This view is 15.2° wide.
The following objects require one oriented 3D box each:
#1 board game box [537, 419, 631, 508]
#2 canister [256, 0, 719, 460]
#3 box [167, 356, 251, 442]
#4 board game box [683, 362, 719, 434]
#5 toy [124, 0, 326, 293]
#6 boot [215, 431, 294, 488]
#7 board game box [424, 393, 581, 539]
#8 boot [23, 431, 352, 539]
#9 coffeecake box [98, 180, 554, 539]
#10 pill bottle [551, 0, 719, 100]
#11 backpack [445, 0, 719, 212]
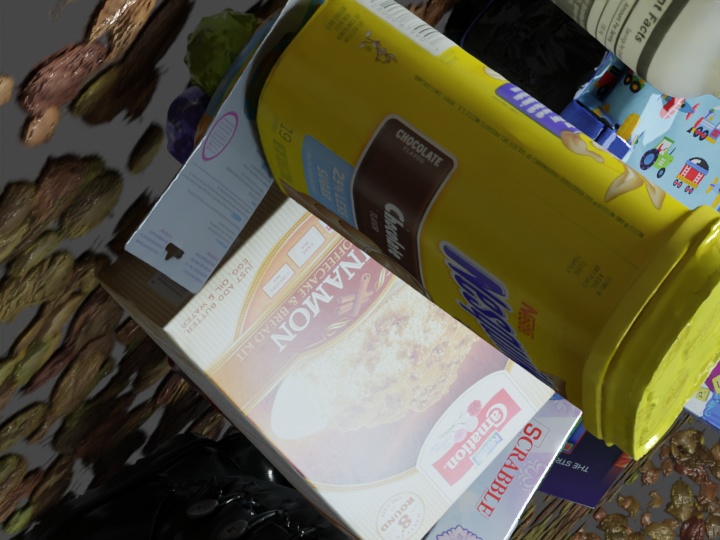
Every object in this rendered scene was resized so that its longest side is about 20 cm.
[{"bbox_3d":[0.099,0.059,1.736,0.057,0.199,0.166,-86,-160,-47],"label":"board game box"},{"bbox_3d":[0.059,-0.022,1.121,0.087,0.200,0.149,-51,165,-10],"label":"canister"},{"bbox_3d":[0.000,0.000,1.434,0.200,0.100,0.096,-43,167,-22],"label":"box"},{"bbox_3d":[0.203,-0.028,1.645,0.201,0.199,0.041,-60,-157,-1],"label":"board game box"},{"bbox_3d":[-0.042,-0.092,1.140,0.200,0.047,0.115,-54,164,-1],"label":"toy"},{"bbox_3d":[-0.132,0.185,1.596,0.198,0.073,0.162,-46,171,16],"label":"boot"},{"bbox_3d":[0.068,0.152,1.608,0.200,0.041,0.200,-55,174,-31],"label":"board game box"},{"bbox_3d":[-0.089,0.169,1.417,0.165,0.200,0.066,-42,124,-17],"label":"boot"},{"bbox_3d":[-0.003,0.021,1.295,0.154,0.073,0.200,-47,127,-8],"label":"coffeecake box"},{"bbox_3d":[0.143,-0.152,1.233,0.116,0.200,0.116,-46,168,-13],"label":"pill bottle"},{"bbox_3d":[0.173,-0.140,1.431,0.200,0.135,0.182,-49,148,7],"label":"backpack"}]
